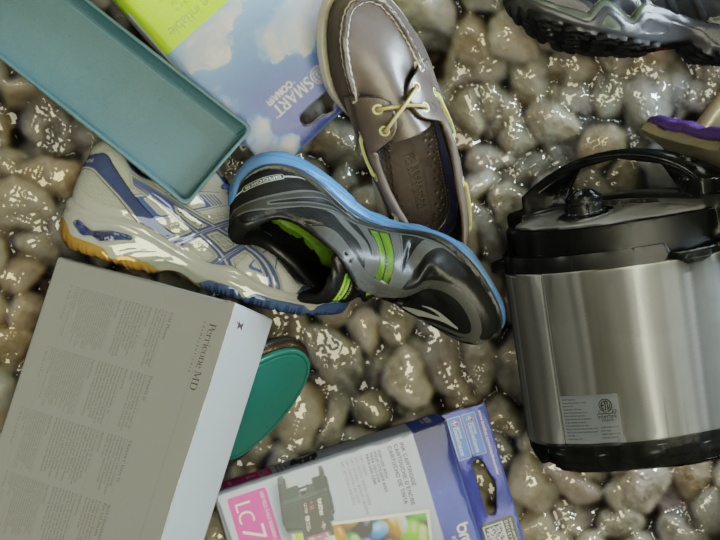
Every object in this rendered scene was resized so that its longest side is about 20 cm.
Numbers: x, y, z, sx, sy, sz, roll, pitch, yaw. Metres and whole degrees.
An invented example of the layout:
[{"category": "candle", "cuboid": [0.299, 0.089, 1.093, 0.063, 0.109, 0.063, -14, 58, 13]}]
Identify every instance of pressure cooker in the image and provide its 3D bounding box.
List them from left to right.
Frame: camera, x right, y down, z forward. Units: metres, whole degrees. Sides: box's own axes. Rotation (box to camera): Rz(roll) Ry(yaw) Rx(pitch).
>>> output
[{"category": "pressure cooker", "cuboid": [0.184, 0.020, 1.668, 0.175, 0.179, 0.202, -10, 95, -4]}]

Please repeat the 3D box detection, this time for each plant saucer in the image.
[{"category": "plant saucer", "cuboid": [-0.169, -0.125, 1.663, 0.200, 0.019, 0.070, 38, 74, 7]}]

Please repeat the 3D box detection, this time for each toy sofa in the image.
[{"category": "toy sofa", "cuboid": [0.268, -0.090, 1.663, 0.097, 0.200, 0.083, 38, 88, -13]}]

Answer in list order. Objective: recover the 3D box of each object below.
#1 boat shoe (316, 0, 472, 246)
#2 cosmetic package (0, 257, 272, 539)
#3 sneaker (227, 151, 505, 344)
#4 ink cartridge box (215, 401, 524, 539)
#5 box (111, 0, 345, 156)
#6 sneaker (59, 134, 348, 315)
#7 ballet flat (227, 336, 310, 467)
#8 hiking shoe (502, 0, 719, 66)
[{"category": "boat shoe", "cuboid": [0.026, -0.096, 1.665, 0.071, 0.060, 0.201, -24, 119, -12]}, {"category": "cosmetic package", "cuboid": [-0.156, 0.105, 1.638, 0.150, 0.052, 0.201, 14, 83, 35]}, {"category": "sneaker", "cuboid": [0.000, 0.000, 1.646, 0.199, 0.071, 0.083, 28, 50, -9]}, {"category": "ink cartridge box", "cuboid": [0.009, 0.174, 1.723, 0.199, 0.042, 0.120, -17, 95, -8]}, {"category": "box", "cuboid": [-0.083, -0.177, 1.686, 0.122, 0.048, 0.200, -41, 98, -3]}, {"category": "sneaker", "cuboid": [-0.094, -0.029, 1.680, 0.199, 0.075, 0.089, 18, 88, -10]}, {"category": "ballet flat", "cuboid": [-0.116, 0.112, 1.687, 0.073, 0.073, 0.200, 39, 92, -8]}, {"category": "hiking shoe", "cuboid": [0.190, -0.196, 1.718, 0.199, 0.076, 0.101, 5, 84, -17]}]
